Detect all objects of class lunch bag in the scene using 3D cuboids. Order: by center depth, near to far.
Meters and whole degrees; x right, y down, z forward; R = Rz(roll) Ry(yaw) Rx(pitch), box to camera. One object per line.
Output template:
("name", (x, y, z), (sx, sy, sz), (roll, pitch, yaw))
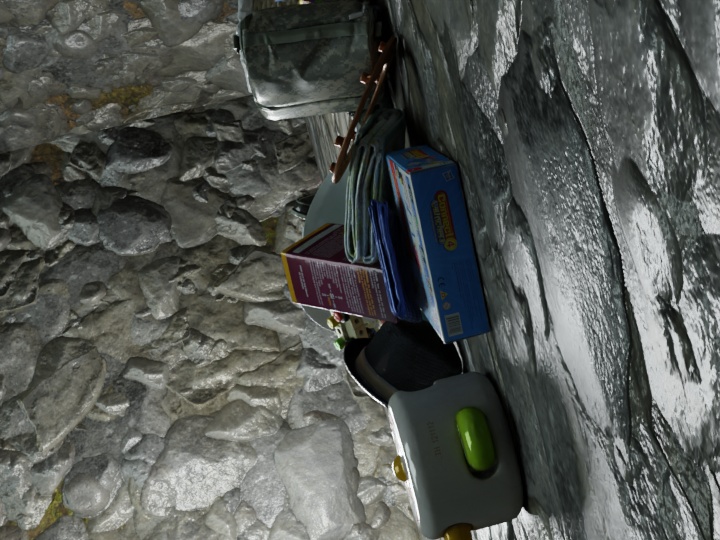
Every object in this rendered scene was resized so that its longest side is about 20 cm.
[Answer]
("lunch bag", (-0.063, -0.298, 1.608), (0.168, 0.199, 0.140), (53, -147, -81))

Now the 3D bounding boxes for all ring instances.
("ring", (0.000, -0.205, 1.494), (0.200, 0.019, 0.201), (24, -90, -89))

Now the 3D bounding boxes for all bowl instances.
("bowl", (0.004, -0.094, 1.842), (0.090, 0.201, 0.201), (31, -160, -26))

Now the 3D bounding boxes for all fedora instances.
("fedora", (0.077, 0.128, 1.646), (0.201, 0.200, 0.092), (-110, 41, -61))

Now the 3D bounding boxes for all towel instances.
("towel", (0.050, -0.009, 1.472), (0.200, 0.024, 0.146), (22, -124, -79))
("towel", (0.021, -0.115, 1.552), (0.200, 0.048, 0.172), (-54, -30, -68))

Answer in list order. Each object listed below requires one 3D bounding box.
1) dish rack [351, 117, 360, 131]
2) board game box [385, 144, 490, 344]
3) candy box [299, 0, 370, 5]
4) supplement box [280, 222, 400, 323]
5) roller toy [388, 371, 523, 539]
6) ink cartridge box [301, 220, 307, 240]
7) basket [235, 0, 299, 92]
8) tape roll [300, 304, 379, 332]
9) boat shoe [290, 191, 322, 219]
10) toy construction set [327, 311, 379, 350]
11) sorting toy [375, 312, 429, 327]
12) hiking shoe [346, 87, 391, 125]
("dish rack", (-0.002, -0.279, 1.979), (0.172, 0.043, 0.201), (87, 170, -71))
("board game box", (0.088, -0.038, 1.390), (0.196, 0.056, 0.201), (-117, 14, -76))
("candy box", (-0.036, -0.383, 1.651), (0.200, 0.102, 0.027), (130, 144, -86))
("supplement box", (0.000, 0.000, 1.663), (0.199, 0.110, 0.086), (10, 122, 40))
("roller toy", (0.107, 0.226, 1.415), (0.183, 0.139, 0.201), (-109, 6, -60))
("ink cartridge box", (-0.003, -0.015, 1.936), (0.037, 0.199, 0.095), (-51, -27, -51))
("basket", (-0.118, -0.421, 1.970), (0.198, 0.160, 0.201), (89, -177, -74))
("tape roll", (-0.019, 0.007, 2.044), (0.066, 0.199, 0.201), (-129, 25, -78))
("boat shoe", (-0.034, -0.120, 1.978), (0.072, 0.201, 0.061), (32, 117, 38))
("toy construction set", (-0.032, 0.066, 1.878), (0.131, 0.092, 0.200), (22, 150, 53))
("sorting toy", (0.064, 0.071, 1.788), (0.185, 0.036, 0.200), (46, 161, 32))
("hiking shoe", (-0.011, -0.256, 1.734), (0.076, 0.100, 0.201), (-128, 24, -82))
